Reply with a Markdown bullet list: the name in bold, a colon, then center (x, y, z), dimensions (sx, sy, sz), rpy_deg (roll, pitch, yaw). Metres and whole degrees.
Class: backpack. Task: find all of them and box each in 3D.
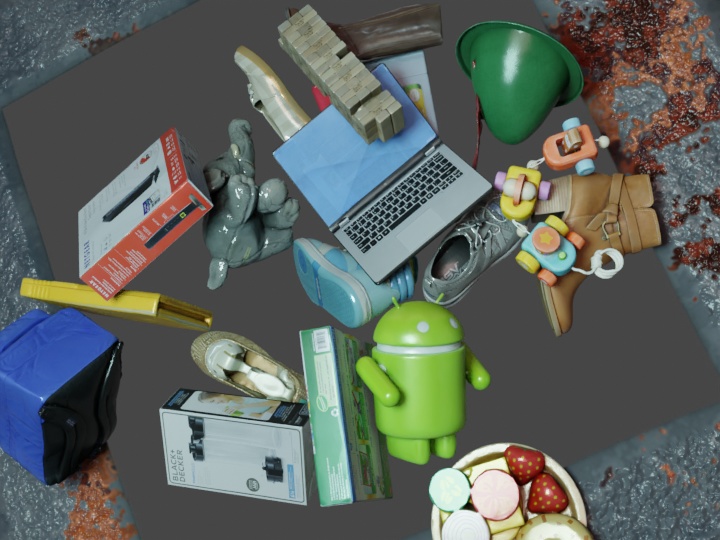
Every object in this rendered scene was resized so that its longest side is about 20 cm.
- **backpack**: center (-0.407, 0.164, 1.373), dimensions (0.167, 0.202, 0.162), rpy_deg (30, 45, 23)

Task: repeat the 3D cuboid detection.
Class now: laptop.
- **laptop**: center (0.025, -0.123, 1.283), dimensions (0.187, 0.116, 0.200), rpy_deg (-39, 42, -2)

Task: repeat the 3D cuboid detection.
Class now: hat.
- **hat**: center (0.174, -0.174, 1.274), dimensions (0.164, 0.200, 0.178), rpy_deg (9, 67, 32)

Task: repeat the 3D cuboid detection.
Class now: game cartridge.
- **game cartridge**: center (-0.319, 0.045, 1.377), dimensions (0.197, 0.176, 0.033), rpy_deg (9, 82, 16)
- **game cartridge**: center (0.038, -0.190, 1.381), dimensions (0.131, 0.040, 0.203), rpy_deg (-12, 74, 8)

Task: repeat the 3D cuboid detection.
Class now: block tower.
- **block tower**: center (-0.028, -0.245, 1.293), dimensions (0.054, 0.058, 0.200), rpy_deg (-38, 69, -8)

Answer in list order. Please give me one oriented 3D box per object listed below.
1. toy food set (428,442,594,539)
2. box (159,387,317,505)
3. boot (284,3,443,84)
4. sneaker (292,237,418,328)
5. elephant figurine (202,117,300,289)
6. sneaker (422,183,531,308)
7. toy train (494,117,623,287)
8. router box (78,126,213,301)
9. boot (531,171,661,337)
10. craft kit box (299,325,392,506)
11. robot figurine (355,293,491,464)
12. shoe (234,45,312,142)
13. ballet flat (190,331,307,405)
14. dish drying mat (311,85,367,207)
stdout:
- **toy food set**: center (0.176, 0.312, 1.256), dimensions (0.196, 0.049, 0.203), rpy_deg (-20, 76, 11)
- **box**: center (-0.154, 0.226, 1.333), dimensions (0.197, 0.060, 0.118), rpy_deg (6, 113, 16)
- **boot**: center (0.005, -0.334, 1.416), dimensions (0.198, 0.065, 0.187), rpy_deg (-21, 45, -5)
- **sneaker**: center (0.000, 0.000, 1.348), dimensions (0.129, 0.081, 0.200), rpy_deg (-20, 35, -22)
- **elephant figurine**: center (-0.178, -0.098, 1.399), dimensions (0.200, 0.154, 0.143), rpy_deg (41, 136, 43)
- **sneaker**: center (0.152, -0.039, 1.307), dimensions (0.074, 0.082, 0.201), rpy_deg (34, 84, 18)
- **toy train**: center (0.239, -0.085, 1.235), dimensions (0.148, 0.056, 0.203), rpy_deg (-13, 72, 8)
- **router box**: center (-0.278, -0.077, 1.319), dimensions (0.179, 0.049, 0.200), rpy_deg (-41, 30, 6)
- **boot**: center (0.293, -0.023, 1.277), dimensions (0.152, 0.074, 0.203), rpy_deg (-5, 89, 4)
- **craft kit box**: center (-0.014, 0.179, 1.256), dimensions (0.048, 0.197, 0.203), rpy_deg (-11, 76, 16)
- **robot figurine**: center (0.072, 0.130, 1.271), dimensions (0.115, 0.173, 0.203), rpy_deg (5, 98, 55)
- **shoe**: center (-0.120, -0.229, 1.427), dimensions (0.053, 0.070, 0.201), rpy_deg (-38, 74, -3)
- **ballet flat**: center (-0.148, 0.130, 1.371), dimensions (0.198, 0.065, 0.071), rpy_deg (21, 85, 18)
- **dish drying mat**: center (0.004, -0.181, 1.412), dimensions (0.076, 0.018, 0.202), rpy_deg (-26, 73, 5)
